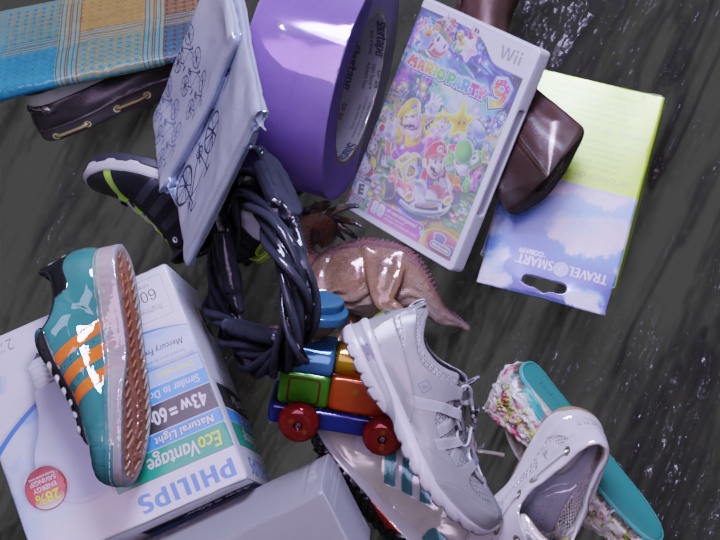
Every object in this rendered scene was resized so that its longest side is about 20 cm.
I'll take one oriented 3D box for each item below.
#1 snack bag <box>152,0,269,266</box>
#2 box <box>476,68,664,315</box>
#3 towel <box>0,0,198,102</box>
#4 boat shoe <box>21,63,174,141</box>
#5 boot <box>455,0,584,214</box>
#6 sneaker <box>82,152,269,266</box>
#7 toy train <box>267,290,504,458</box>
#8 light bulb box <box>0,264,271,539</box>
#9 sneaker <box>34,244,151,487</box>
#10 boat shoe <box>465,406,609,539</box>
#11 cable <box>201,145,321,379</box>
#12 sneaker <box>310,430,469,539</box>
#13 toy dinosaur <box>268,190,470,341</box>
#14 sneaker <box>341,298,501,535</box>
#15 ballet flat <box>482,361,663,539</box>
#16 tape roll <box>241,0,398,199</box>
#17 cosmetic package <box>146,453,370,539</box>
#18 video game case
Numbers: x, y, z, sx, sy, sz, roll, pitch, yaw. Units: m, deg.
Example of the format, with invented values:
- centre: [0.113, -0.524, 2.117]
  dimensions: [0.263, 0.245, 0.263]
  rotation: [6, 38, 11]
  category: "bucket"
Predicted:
- centre: [-0.129, -0.128, 1.346]
  dimensions: [0.021, 0.189, 0.200]
  rotation: [9, 45, -24]
  category: "snack bag"
- centre: [0.184, -0.067, 1.431]
  dimensions: [0.122, 0.048, 0.201]
  rotation: [14, 82, 12]
  category: "box"
- centre: [-0.244, -0.212, 1.495]
  dimensions: [0.199, 0.022, 0.147]
  rotation: [-10, 39, 5]
  category: "towel"
- centre: [-0.209, -0.177, 1.506]
  dimensions: [0.201, 0.061, 0.072]
  rotation: [-19, 34, -2]
  category: "boat shoe"
- centre: [0.143, -0.170, 1.401]
  dimensions: [0.187, 0.064, 0.200]
  rotation: [-54, 49, 22]
  category: "boot"
- centre: [-0.168, -0.050, 1.457]
  dimensions: [0.199, 0.072, 0.083]
  rotation: [13, 84, 23]
  category: "sneaker"
- centre: [0.029, 0.085, 1.346]
  dimensions: [0.199, 0.085, 0.116]
  rotation: [9, 113, 1]
  category: "toy train"
- centre: [-0.206, 0.132, 1.411]
  dimensions: [0.198, 0.125, 0.200]
  rotation: [-24, 76, 3]
  category: "light bulb box"
- centre: [-0.220, 0.081, 1.328]
  dimensions: [0.080, 0.071, 0.201]
  rotation: [-10, 72, 11]
  category: "sneaker"
- centre: [0.138, 0.207, 1.313]
  dimensions: [0.071, 0.069, 0.200]
  rotation: [21, 103, -15]
  category: "boat shoe"
- centre: [-0.088, 0.007, 1.327]
  dimensions: [0.051, 0.163, 0.200]
  rotation: [2, 43, -30]
  category: "cable"
- centre: [0.043, 0.180, 1.403]
  dimensions: [0.093, 0.070, 0.200]
  rotation: [-40, 75, -17]
  category: "sneaker"
- centre: [0.000, 0.000, 1.425]
  dimensions: [0.199, 0.086, 0.136]
  rotation: [9, 81, 10]
  category: "toy dinosaur"
- centre: [0.065, 0.116, 1.281]
  dimensions: [0.082, 0.075, 0.200]
  rotation: [-30, 98, 3]
  category: "sneaker"
- centre: [0.177, 0.166, 1.387]
  dimensions: [0.064, 0.076, 0.200]
  rotation: [-46, 69, 30]
  category: "ballet flat"
- centre: [-0.037, -0.167, 1.405]
  dimensions: [0.085, 0.200, 0.201]
  rotation: [16, 82, 12]
  category: "tape roll"
- centre: [-0.096, 0.237, 1.329]
  dimensions: [0.200, 0.107, 0.090]
  rotation: [-29, 99, 5]
  category: "cosmetic package"
- centre: [0.071, -0.118, 1.410]
  dimensions: [0.143, 0.018, 0.201]
  rotation: [32, 106, 40]
  category: "video game case"
